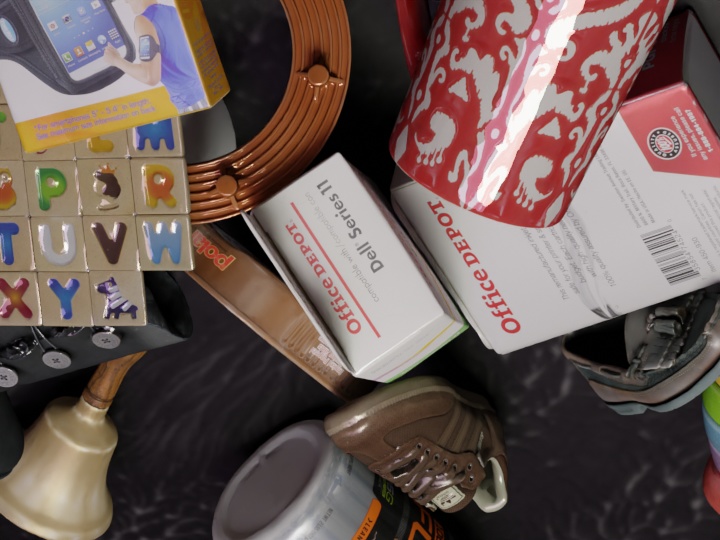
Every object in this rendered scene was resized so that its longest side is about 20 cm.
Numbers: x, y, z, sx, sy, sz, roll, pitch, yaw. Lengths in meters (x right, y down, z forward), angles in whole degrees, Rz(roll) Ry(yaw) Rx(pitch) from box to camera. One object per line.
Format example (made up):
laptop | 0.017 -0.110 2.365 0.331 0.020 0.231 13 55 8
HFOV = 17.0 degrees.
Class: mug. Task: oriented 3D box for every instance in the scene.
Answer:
mug | 0.094 -0.145 1.336 0.133 0.178 0.201 11 114 -28

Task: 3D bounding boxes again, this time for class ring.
ring | -0.104 -0.127 1.395 0.199 0.019 0.201 0 89 3

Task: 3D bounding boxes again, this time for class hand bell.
hand bell | -0.177 0.079 1.650 0.104 0.104 0.200 25 117 -11

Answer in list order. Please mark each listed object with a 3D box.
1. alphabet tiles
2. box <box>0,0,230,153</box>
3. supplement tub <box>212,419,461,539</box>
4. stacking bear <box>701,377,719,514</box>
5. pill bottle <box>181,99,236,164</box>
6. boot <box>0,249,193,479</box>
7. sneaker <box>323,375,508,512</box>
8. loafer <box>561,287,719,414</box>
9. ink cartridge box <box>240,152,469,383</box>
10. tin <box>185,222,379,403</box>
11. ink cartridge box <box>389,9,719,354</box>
alphabet tiles | -0.179 -0.064 1.384 0.166 0.006 0.201 0 105 17
box | -0.159 -0.173 1.314 0.119 0.041 0.201 -13 109 20
supplement tub | 0.002 0.208 1.686 0.122 0.123 0.200 -30 121 31
stacking bear | 0.273 0.059 1.519 0.113 0.121 0.201 13 125 24
pill bottle | -0.180 -0.055 1.492 0.200 0.120 0.120 -27 121 30
boot | -0.192 0.055 1.495 0.199 0.066 0.165 -23 144 18
sneaker | 0.049 0.117 1.561 0.070 0.076 0.200 -30 162 23
loafer | 0.179 0.048 1.504 0.063 0.072 0.200 33 162 -6
ink cartridge box | 0.000 0.000 1.423 0.067 0.200 0.117 -34 83 5
tin | -0.052 0.026 1.524 0.042 0.112 0.200 -46 145 1
ink cartridge box | 0.139 -0.051 1.460 0.199 0.083 0.147 -19 124 25
